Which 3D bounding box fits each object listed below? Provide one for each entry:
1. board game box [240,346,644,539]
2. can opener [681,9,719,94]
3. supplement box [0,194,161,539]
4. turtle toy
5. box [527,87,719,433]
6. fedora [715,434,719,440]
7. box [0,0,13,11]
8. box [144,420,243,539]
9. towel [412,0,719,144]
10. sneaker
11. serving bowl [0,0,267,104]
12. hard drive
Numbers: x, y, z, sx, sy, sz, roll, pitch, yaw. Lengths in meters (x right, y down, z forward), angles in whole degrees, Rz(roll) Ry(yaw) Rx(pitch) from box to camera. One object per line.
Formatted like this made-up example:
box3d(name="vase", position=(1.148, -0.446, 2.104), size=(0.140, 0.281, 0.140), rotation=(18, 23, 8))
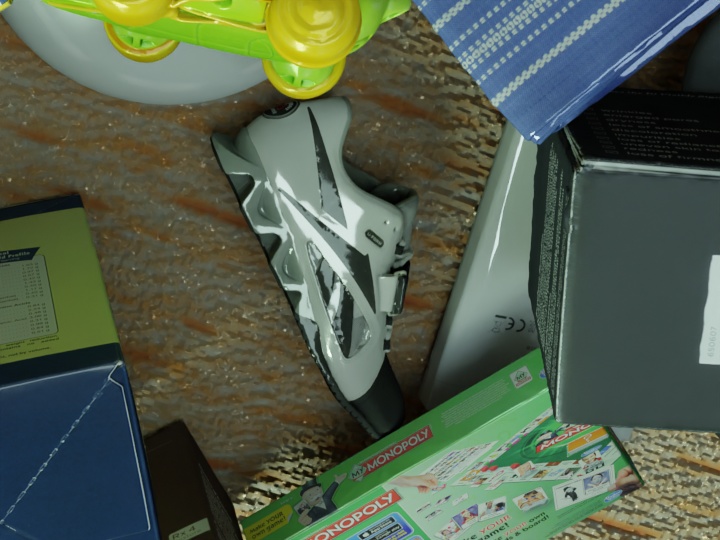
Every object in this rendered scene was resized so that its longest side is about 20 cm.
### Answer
box3d(name="board game box", position=(0.050, 0.131, 1.009), size=(0.200, 0.029, 0.135), rotation=(-30, 138, 7))
box3d(name="can opener", position=(0.184, -0.050, 0.969), size=(0.067, 0.053, 0.201), rotation=(27, 108, 10))
box3d(name="supplement box", position=(-0.209, 0.076, 0.858), size=(0.199, 0.200, 0.135), rotation=(-11, 116, -9))
box3d(name="turtle toy", position=(-0.073, -0.144, 0.768), size=(0.199, 0.146, 0.102), rotation=(13, 87, -5))
box3d(name="box", position=(0.185, -0.010, 0.844), size=(0.199, 0.197, 0.124), rotation=(4, 107, 1))
box3d(name="fedora", position=(0.275, 0.023, 1.020), size=(0.200, 0.092, 0.201), rotation=(-4, 115, -9))
box3d(name="box", position=(-0.250, -0.109, 0.815), size=(0.200, 0.064, 0.070), rotation=(-30, 118, 17))
box3d(name="box", position=(-0.107, 0.169, 0.927), size=(0.100, 0.200, 0.075), rotation=(-27, 115, -2))
box3d(name="towel", position=(0.073, -0.175, 0.801), size=(0.145, 0.024, 0.200), rotation=(-39, 84, 12))
box3d(name="sneaker", position=(0.000, 0.000, 0.950), size=(0.088, 0.074, 0.201), rotation=(-24, 117, -1))
box3d(name="serving bowl", position=(-0.088, -0.168, 0.858), size=(0.199, 0.066, 0.201), rotation=(-6, 115, -12))
box3d(name="hard drive", position=(0.123, -0.005, 1.006), size=(0.131, 0.027, 0.201), rotation=(10, 111, -19))
